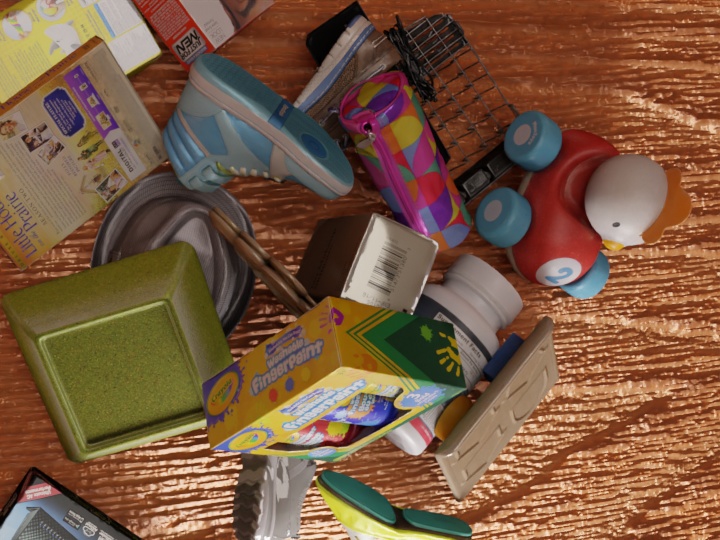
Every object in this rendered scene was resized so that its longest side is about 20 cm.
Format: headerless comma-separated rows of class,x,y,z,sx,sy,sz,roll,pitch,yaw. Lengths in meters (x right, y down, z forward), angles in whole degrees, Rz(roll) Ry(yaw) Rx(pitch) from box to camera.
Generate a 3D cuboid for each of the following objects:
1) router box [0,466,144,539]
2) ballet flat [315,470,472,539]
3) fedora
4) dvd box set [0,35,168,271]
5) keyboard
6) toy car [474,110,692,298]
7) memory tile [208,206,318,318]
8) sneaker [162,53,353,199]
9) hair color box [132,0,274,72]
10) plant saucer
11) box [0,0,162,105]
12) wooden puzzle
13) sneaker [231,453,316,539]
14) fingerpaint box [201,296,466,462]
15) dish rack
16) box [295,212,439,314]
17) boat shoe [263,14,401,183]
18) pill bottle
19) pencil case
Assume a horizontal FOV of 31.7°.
router box,-0.293,0.316,1.274,0.199,0.062,0.151,37,81,-14
ballet flat,0.030,0.283,1.382,0.198,0.067,0.068,23,104,-18
fedora,-0.184,-0.003,1.296,0.175,0.090,0.203,22,83,-16
dvd box set,-0.301,-0.115,1.260,0.199,0.029,0.147,-40,126,-12
keyboard,0.033,-0.189,1.350,0.103,0.040,0.202,-29,98,21
toy car,0.262,-0.060,1.356,0.183,0.199,0.179,28,81,-37
memory tile,-0.072,0.022,1.261,0.017,0.153,0.200,-45,143,-7
sneaker,-0.111,-0.111,1.276,0.199,0.080,0.131,39,115,0
hair color box,-0.191,-0.319,1.290,0.201,0.064,0.111,53,48,-12
plant saucer,-0.229,0.094,1.241,0.197,0.048,0.202,-16,115,1
box,-0.314,-0.217,1.280,0.199,0.048,0.118,-33,100,-18
wooden puzzle,0.142,0.146,1.362,0.046,0.200,0.186,36,77,21
sneaker,-0.083,0.191,1.350,0.081,0.074,0.204,14,87,-40
fingerpaint box,-0.027,0.112,1.206,0.165,0.199,0.074,14,54,-42
dish rack,0.090,-0.174,1.406,0.153,0.054,0.201,-38,98,-15
box,0.000,0.000,1.298,0.077,0.200,0.096,24,82,-16
boat shoe,-0.032,-0.162,1.317,0.072,0.072,0.201,36,113,1
pill bottle,0.080,0.086,1.366,0.120,0.119,0.200,44,77,-13
pencil case,0.044,-0.105,1.291,0.088,0.088,0.201,-41,126,-14
